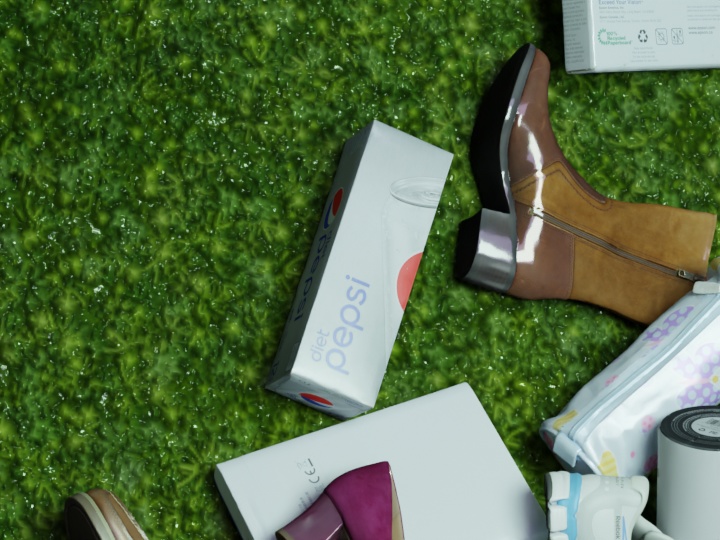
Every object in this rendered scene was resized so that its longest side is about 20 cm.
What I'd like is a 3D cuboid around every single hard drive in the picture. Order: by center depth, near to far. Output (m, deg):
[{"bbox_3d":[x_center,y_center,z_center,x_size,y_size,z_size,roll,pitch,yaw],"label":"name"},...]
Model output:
[{"bbox_3d":[0.015,0.162,1.524,0.198,0.025,0.132,-17,57,-22],"label":"hard drive"}]

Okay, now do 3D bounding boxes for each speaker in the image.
[{"bbox_3d":[0.247,0.203,1.551,0.080,0.081,0.202,-8,110,-21],"label":"speaker"}]

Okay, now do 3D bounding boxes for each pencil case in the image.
[{"bbox_3d":[0.222,0.080,1.591,0.200,0.091,0.083,-43,73,-8],"label":"pencil case"}]

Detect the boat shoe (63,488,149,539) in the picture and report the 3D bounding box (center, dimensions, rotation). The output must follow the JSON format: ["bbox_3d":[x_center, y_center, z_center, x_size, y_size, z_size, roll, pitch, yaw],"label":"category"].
[{"bbox_3d":[-0.129,0.227,1.466,0.068,0.072,0.201,-29,98,-27],"label":"boat shoe"}]

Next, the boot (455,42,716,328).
[{"bbox_3d":[0.181,-0.058,1.640,0.198,0.068,0.190,13,73,-17],"label":"boot"}]

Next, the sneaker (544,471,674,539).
[{"bbox_3d":[0.184,0.224,1.522,0.086,0.075,0.201,-8,122,10],"label":"sneaker"}]

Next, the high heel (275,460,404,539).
[{"bbox_3d":[0.037,0.203,1.427,0.096,0.068,0.200,-35,58,-20],"label":"high heel"}]

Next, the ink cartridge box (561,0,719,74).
[{"bbox_3d":[0.233,-0.252,1.668,0.195,0.043,0.202,-5,93,-36],"label":"ink cartridge box"}]

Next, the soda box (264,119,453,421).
[{"bbox_3d":[0.000,0.000,1.563,0.068,0.063,0.202,23,71,-14],"label":"soda box"}]
